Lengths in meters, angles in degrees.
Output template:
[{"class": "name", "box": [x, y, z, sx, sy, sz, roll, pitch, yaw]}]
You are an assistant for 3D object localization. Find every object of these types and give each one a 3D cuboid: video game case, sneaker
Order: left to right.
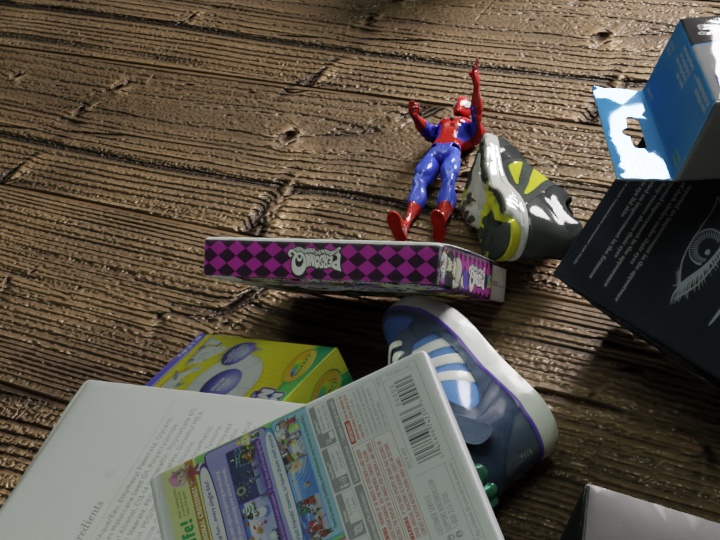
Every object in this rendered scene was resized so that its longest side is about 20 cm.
[{"class": "video game case", "box": [-0.015, 0.156, 0.767, 0.181, 0.022, 0.201, -25, 47, 4]}, {"class": "video game case", "box": [0.000, 0.000, 1.153, 0.198, 0.036, 0.181, 2, -4, 21]}, {"class": "sneaker", "box": [0.035, 0.106, 1.056, 0.146, 0.081, 0.200, -27, 43, -23]}, {"class": "sneaker", "box": [0.141, -0.056, 1.255, 0.084, 0.075, 0.201, 12, 28, -10]}]

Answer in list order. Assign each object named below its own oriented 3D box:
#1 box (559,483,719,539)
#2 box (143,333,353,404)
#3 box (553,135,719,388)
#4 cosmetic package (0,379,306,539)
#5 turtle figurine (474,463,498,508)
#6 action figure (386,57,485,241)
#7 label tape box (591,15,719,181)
[{"class": "box", "box": [0.186, 0.227, 0.738, 0.198, 0.149, 0.125, 16, 41, 1]}, {"class": "box", "box": [-0.092, 0.106, 1.092, 0.199, 0.049, 0.117, 4, 39, 45]}, {"class": "box", "box": [0.267, 0.002, 1.042, 0.149, 0.104, 0.200, -55, 44, 3]}, {"class": "cosmetic package", "box": [-0.111, 0.192, 0.924, 0.198, 0.166, 0.166, 5, 42, 23]}, {"class": "turtle figurine", "box": [0.026, 0.173, 0.855, 0.100, 0.151, 0.200, -20, 22, 23]}, {"class": "action figure", "box": [0.073, -0.124, 1.335, 0.065, 0.100, 0.201, 1, 37, 19]}, {"class": "label tape box", "box": [0.273, -0.128, 1.016, 0.198, 0.067, 0.144, -2, 33, 2]}]
